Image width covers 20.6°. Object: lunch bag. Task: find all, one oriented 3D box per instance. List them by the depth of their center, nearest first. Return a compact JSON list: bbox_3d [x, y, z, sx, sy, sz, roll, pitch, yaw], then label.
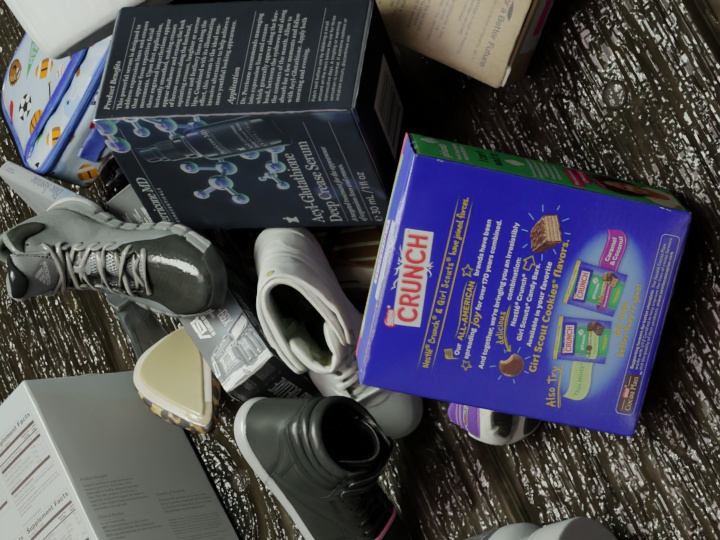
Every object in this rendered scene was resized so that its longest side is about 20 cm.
[{"bbox_3d":[-0.236,-0.180,1.719,0.200,0.075,0.160,-57,37,26],"label":"lunch bag"}]

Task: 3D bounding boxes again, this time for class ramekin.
[{"bbox_3d":[-0.189,-0.246,1.540,0.200,0.200,0.098,-26,98,38],"label":"ramekin"}]

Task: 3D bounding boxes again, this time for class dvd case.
[{"bbox_3d":[-0.221,-0.023,1.679,0.018,0.143,0.200,-48,33,-13],"label":"dvd case"}]

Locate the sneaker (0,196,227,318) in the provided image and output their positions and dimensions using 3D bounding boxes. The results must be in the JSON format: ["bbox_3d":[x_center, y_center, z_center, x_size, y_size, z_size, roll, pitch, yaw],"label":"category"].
[{"bbox_3d":[-0.201,0.004,1.479,0.200,0.115,0.075,16,116,40],"label":"sneaker"}]

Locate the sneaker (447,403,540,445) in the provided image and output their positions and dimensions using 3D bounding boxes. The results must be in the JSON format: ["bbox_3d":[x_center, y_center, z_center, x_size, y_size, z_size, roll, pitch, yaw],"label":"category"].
[{"bbox_3d":[0.090,0.028,1.474,0.083,0.081,0.200,11,98,47],"label":"sneaker"}]

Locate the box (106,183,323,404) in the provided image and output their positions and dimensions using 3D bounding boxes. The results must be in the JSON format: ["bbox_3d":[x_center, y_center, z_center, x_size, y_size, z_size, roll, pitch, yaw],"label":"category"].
[{"bbox_3d":[-0.107,0.028,1.588,0.050,0.158,0.200,-38,65,5],"label":"box"}]

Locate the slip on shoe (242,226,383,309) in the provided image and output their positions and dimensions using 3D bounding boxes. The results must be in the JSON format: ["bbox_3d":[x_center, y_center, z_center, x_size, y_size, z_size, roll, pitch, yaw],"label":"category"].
[{"bbox_3d":[0.000,0.000,1.564,0.200,0.076,0.061,-5,131,31],"label":"slip on shoe"}]

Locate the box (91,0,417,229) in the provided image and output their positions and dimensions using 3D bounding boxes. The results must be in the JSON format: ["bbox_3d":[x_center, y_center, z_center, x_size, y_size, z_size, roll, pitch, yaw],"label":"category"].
[{"bbox_3d":[-0.074,-0.114,1.461,0.200,0.149,0.107,-1,58,17],"label":"box"}]

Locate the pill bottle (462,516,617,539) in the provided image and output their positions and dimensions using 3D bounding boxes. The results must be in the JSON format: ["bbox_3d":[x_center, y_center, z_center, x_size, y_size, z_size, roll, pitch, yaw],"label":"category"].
[{"bbox_3d":[0.096,0.250,1.449,0.200,0.113,0.113,-25,75,39],"label":"pill bottle"}]

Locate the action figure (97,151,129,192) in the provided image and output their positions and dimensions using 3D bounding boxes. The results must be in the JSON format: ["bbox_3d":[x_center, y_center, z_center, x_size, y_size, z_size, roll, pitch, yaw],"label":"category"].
[{"bbox_3d":[-0.136,-0.112,1.643,0.200,0.119,0.102,7,115,31],"label":"action figure"}]

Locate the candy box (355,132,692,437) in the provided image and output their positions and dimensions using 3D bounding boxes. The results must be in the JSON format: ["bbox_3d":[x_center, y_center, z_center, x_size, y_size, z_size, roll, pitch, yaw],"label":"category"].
[{"bbox_3d":[0.110,0.010,1.381,0.077,0.200,0.169,-110,32,-75],"label":"candy box"}]

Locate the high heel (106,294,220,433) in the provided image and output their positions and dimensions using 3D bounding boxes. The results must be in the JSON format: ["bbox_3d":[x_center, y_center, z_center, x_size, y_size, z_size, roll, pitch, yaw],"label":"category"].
[{"bbox_3d":[-0.138,0.106,1.628,0.071,0.143,0.200,-31,40,-7],"label":"high heel"}]

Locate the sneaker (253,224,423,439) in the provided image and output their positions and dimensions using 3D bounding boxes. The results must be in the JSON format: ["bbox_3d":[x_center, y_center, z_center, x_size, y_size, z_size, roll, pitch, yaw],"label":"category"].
[{"bbox_3d":[-0.019,0.068,1.491,0.074,0.116,0.200,-32,110,12],"label":"sneaker"}]

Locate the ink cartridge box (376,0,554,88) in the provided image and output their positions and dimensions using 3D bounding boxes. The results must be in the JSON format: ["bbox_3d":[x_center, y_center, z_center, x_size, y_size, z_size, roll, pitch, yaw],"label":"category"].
[{"bbox_3d":[0.076,-0.258,1.444,0.165,0.075,0.200,26,109,12],"label":"ink cartridge box"}]

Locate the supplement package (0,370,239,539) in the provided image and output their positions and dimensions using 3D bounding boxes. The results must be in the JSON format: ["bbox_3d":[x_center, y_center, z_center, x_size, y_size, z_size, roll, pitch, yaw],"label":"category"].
[{"bbox_3d":[-0.231,0.212,1.703,0.151,0.152,0.200,-44,64,33],"label":"supplement package"}]

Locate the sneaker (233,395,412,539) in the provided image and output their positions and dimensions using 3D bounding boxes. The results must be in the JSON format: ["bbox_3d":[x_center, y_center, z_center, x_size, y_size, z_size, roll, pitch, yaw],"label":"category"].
[{"bbox_3d":[-0.002,0.169,1.498,0.099,0.071,0.200,-13,126,48],"label":"sneaker"}]
